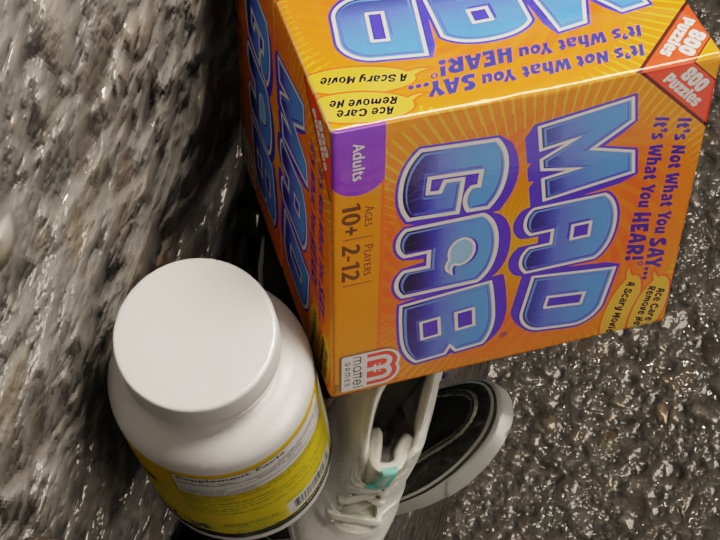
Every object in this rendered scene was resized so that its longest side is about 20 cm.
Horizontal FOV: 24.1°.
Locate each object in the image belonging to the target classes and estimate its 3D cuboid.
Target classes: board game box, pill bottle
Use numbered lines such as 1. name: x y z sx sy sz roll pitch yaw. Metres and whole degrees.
1. board game box: 0.050 -0.087 0.922 0.200 0.200 0.200 91 -17 -47
2. pill bottle: -0.078 0.072 0.939 0.200 0.112 0.113 82 25 -65

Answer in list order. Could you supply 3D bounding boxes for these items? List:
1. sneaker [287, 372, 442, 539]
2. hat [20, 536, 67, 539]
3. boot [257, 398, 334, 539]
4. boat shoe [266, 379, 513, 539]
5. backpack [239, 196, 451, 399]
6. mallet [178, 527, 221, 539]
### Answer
1. sneaker: 0.005 0.116 1.035 0.089 0.075 0.200 -114 -143 -63
2. hat: -0.137 0.179 0.820 0.081 0.200 0.201 -122 -151 -44
3. boot: -0.071 0.136 1.274 0.166 0.072 0.200 71 37 -49
4. boat shoe: 0.007 0.126 1.118 0.064 0.200 0.071 41 25 -44
5. backpack: 0.000 0.000 1.160 0.200 0.150 0.178 -39 129 -85
6. mallet: -0.098 0.123 1.138 0.066 0.041 0.200 -53 152 -58
